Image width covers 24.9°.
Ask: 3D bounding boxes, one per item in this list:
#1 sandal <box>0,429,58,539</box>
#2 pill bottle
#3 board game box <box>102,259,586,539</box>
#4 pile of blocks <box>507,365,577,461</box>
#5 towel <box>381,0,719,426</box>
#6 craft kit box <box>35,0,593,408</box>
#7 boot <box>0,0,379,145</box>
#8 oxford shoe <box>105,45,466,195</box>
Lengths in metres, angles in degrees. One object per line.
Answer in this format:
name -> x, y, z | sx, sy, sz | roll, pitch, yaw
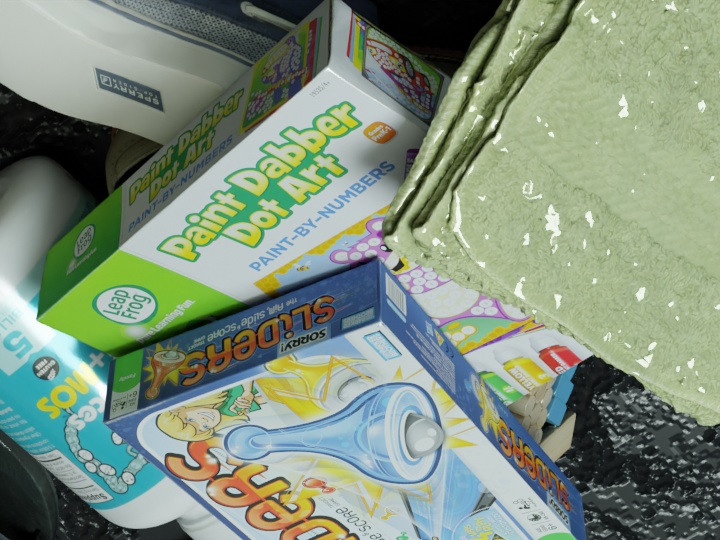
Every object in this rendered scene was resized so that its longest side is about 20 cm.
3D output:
sandal -> -0.195, 0.141, 0.842 | 0.075, 0.048, 0.201 | 15, 137, 12
pill bottle -> -0.120, 0.048, 0.783 | 0.111, 0.111, 0.200 | -37, 114, 20
board game box -> -0.001, 0.085, 0.726 | 0.135, 0.034, 0.200 | -21, 135, 22
pile of blocks -> 0.067, 0.071, 0.827 | 0.062, 0.082, 0.200 | 21, 116, 27
towel -> 0.114, -0.034, 0.615 | 0.200, 0.036, 0.148 | 28, 97, -29
craft kit box -> 0.000, 0.000, 0.686 | 0.197, 0.049, 0.200 | 30, 133, -27
boot -> -0.094, -0.113, 0.719 | 0.200, 0.090, 0.073 | 26, 145, 16
oxford shoe -> -0.019, -0.052, 0.742 | 0.200, 0.075, 0.071 | -9, 119, 7
